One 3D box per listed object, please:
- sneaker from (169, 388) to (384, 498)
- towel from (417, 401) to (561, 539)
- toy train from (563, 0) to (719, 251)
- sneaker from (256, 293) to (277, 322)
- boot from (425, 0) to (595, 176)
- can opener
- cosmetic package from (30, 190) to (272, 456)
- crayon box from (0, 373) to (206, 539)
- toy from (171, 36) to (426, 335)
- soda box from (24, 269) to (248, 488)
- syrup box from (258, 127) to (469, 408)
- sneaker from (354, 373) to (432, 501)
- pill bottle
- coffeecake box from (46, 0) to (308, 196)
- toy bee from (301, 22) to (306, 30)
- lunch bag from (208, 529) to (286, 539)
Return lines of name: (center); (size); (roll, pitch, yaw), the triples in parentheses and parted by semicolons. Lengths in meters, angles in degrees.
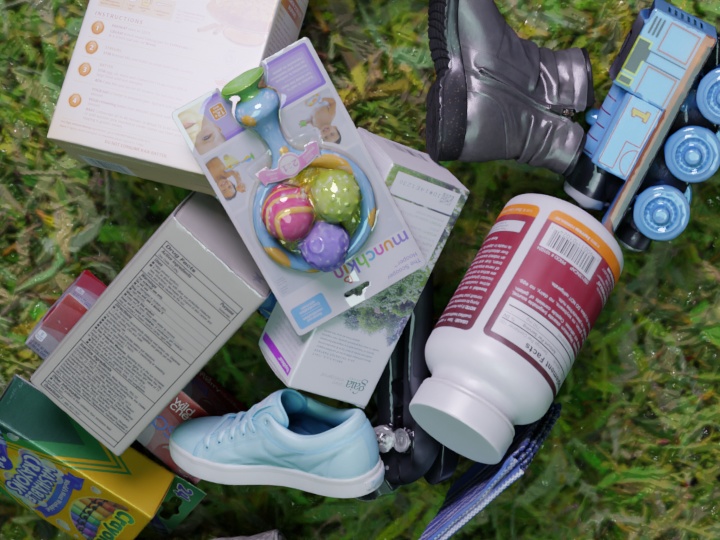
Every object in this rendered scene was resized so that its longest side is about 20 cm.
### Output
sneaker: (-0.073, 0.130, 1.264); (0.197, 0.074, 0.083); (3, 116, 22)
towel: (0.101, 0.177, 1.285); (0.024, 0.200, 0.145); (47, 108, 5)
toy train: (0.240, -0.116, 1.235); (0.113, 0.087, 0.202); (28, 112, 5)
sneaker: (-0.067, 0.036, 1.315); (0.198, 0.079, 0.091); (26, 113, -4)
boot: (0.122, -0.180, 1.226); (0.130, 0.070, 0.203); (2, 94, -10)
can opener: (0.038, 0.080, 1.272); (0.063, 0.078, 0.203); (-5, 92, 32)
cosmetic package: (-0.164, 0.041, 1.242); (0.103, 0.087, 0.200); (43, 113, -7)
crayon box: (-0.250, 0.188, 1.364); (0.199, 0.052, 0.126); (32, 143, -7)
toy: (-0.041, -0.054, 1.115); (0.114, 0.047, 0.202); (-28, 109, 2)
soda box: (-0.195, 0.095, 1.352); (0.200, 0.064, 0.070); (42, 108, -10)
syrup box: (0.000, 0.000, 1.216); (0.078, 0.081, 0.202); (17, 107, -30)
sneaker: (0.058, 0.128, 1.343); (0.198, 0.088, 0.075); (-30, 91, -11)
pill bottle: (0.122, 0.048, 1.227); (0.112, 0.113, 0.201); (35, 70, -8)
coffeecake box: (-0.136, -0.172, 1.189); (0.152, 0.073, 0.203); (14, 81, 15)
toy bee: (-0.058, -0.103, 1.238); (0.130, 0.108, 0.202); (-28, 129, -31)
lunch bag: (-0.140, 0.312, 1.363); (0.197, 0.140, 0.169); (-10, 126, 9)
